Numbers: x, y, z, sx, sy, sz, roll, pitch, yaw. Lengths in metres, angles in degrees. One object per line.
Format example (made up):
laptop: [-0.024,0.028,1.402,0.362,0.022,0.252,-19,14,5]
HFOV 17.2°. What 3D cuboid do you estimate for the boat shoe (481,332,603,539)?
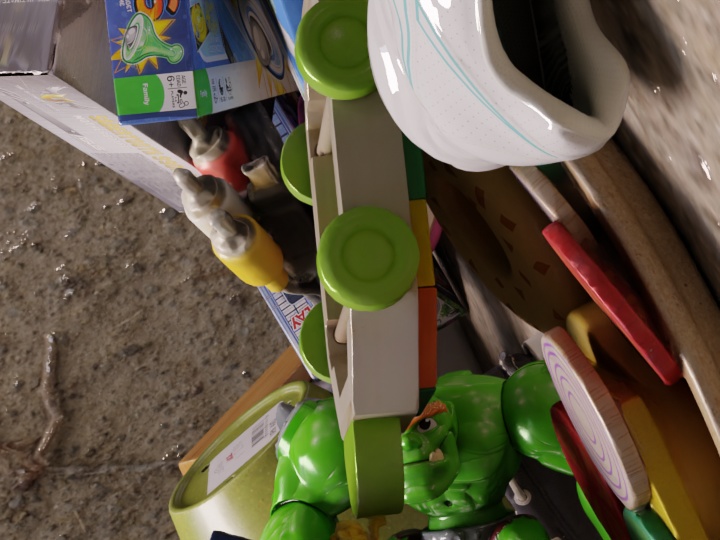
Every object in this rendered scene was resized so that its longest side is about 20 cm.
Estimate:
boat shoe: [0.092,0.117,1.074,0.074,0.060,0.200,58,172,52]

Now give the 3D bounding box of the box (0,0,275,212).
box: [-0.097,-0.129,1.071,0.200,0.048,0.159,35,-121,-61]

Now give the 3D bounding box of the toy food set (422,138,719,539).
toy food set: [0.080,0.026,0.781,0.201,0.049,0.198,65,175,-10]

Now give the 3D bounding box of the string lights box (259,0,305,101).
string lights box: [-0.020,-0.143,0.882,0.200,0.059,0.103,69,176,-52]

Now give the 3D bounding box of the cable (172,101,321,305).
cable: [-0.031,0.000,1.097,0.200,0.050,0.097,61,-170,-46]

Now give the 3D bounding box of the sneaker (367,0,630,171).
sneaker: [0.020,-0.117,0.634,0.201,0.070,0.080,62,161,-18]

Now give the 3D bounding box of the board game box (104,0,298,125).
board game box: [-0.065,-0.134,0.979,0.200,0.034,0.136,-38,-57,-77]

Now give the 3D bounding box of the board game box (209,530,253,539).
board game box: [0.057,0.137,0.792,0.136,0.199,0.035,48,-124,-67]

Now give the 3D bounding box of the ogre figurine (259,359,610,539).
ogre figurine: [0.036,0.101,0.963,0.098,0.199,0.120,-3,-98,-53]

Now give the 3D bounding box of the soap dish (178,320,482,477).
soap dish: [-0.005,0.110,1.331,0.081,0.200,0.158,-7,118,41]

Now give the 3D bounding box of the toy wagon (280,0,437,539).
toy wagon: [0.000,0.000,0.812,0.155,0.039,0.201,106,158,-78]

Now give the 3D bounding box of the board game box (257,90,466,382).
board game box: [-0.023,-0.026,1.240,0.200,0.062,0.200,62,-168,25]

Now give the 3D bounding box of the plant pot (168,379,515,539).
plant pot: [0.006,0.156,1.175,0.200,0.187,0.187,48,178,-11]

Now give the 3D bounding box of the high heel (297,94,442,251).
high heel: [0.006,-0.038,1.101,0.200,0.067,0.096,-118,9,-52]
